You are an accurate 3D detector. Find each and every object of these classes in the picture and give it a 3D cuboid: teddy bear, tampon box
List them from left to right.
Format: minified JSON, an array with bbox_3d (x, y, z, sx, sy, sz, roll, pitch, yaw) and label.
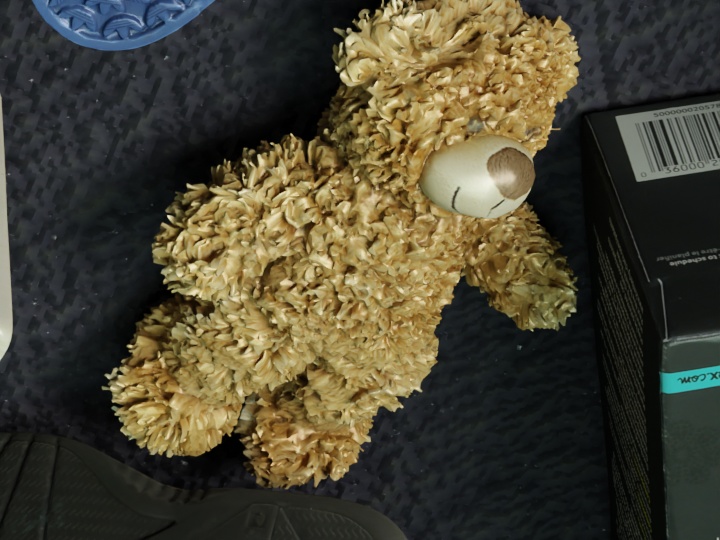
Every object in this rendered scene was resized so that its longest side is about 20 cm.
[{"bbox_3d":[0.000,0.000,0.947,0.200,0.067,0.145,-39,125,19],"label":"teddy bear"},{"bbox_3d":[0.161,0.052,0.973,0.149,0.126,0.200,-9,128,-2],"label":"tampon box"}]

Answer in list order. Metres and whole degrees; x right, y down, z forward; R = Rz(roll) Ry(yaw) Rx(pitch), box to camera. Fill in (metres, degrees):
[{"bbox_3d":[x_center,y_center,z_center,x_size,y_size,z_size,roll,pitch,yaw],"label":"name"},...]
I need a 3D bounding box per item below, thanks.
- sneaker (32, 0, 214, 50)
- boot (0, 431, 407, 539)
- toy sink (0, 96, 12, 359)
[{"bbox_3d":[-0.011,-0.138,0.834,0.200,0.078,0.070,-25,125,13],"label":"sneaker"},{"bbox_3d":[-0.064,0.126,1.016,0.199,0.073,0.151,4,149,17],"label":"boot"},{"bbox_3d":[-0.216,-0.018,0.860,0.200,0.131,0.112,25,119,-25],"label":"toy sink"}]
